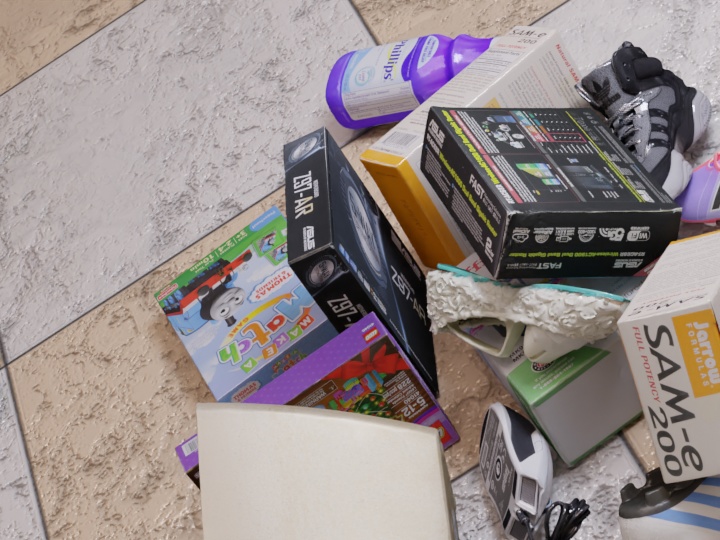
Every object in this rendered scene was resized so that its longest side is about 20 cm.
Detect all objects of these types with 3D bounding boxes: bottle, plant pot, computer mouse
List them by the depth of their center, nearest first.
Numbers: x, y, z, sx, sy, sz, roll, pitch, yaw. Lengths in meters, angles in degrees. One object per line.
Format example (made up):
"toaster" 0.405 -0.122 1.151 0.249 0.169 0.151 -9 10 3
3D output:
"plant pot" -0.013 0.214 1.530 0.176 0.200 0.201 -9 61 5
"computer mouse" 0.134 0.171 1.581 0.044 0.110 0.200 3 30 -12
"bottle" 0.064 -0.193 2.032 0.199 0.065 0.084 -8 44 32

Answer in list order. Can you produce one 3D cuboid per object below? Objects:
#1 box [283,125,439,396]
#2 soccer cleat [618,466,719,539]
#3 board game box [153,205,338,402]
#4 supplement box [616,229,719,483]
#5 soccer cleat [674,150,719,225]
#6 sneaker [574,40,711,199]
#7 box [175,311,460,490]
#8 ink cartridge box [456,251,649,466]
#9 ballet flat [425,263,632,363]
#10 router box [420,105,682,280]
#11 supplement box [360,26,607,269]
"box" 0.000 0.000 1.763 0.043 0.200 0.161 -23 38 16
"soccer cleat" 0.274 0.165 1.495 0.199 0.087 0.070 -24 12 -23
"board game box" -0.099 0.037 1.936 0.151 0.037 0.200 -36 38 -2
"supplement box" 0.256 0.056 1.493 0.073 0.127 0.200 -14 11 23
"soccer cleat" 0.345 -0.105 1.711 0.199 0.077 0.067 -23 39 15
"sneaker" 0.229 -0.119 1.756 0.075 0.114 0.200 -38 14 40
"box" -0.034 0.142 1.688 0.200 0.137 0.039 -35 36 2
"ink cartridge box" 0.169 0.042 1.682 0.145 0.088 0.200 -36 35 0
"ballet flat" 0.130 0.039 1.605 0.199 0.072 0.072 10 56 45
"router box" 0.149 -0.065 1.648 0.149 0.062 0.200 0 29 -18
"supplement box" 0.115 -0.108 1.817 0.200 0.126 0.073 -40 24 -17
